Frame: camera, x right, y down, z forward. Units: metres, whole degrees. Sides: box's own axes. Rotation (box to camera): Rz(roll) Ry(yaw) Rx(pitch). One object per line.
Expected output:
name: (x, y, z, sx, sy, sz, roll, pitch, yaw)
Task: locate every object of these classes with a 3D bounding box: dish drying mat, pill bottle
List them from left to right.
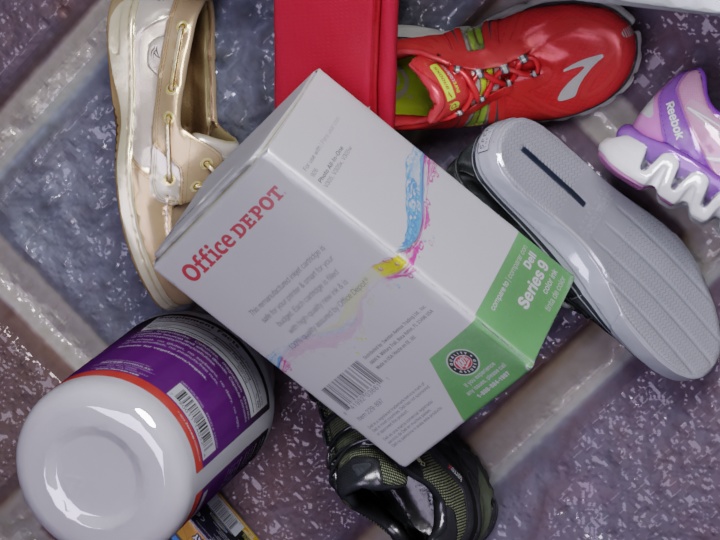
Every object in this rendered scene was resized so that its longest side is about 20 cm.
pill bottle: (-0.123, 0.093, 1.687, 0.112, 0.200, 0.113, 5, 107, 17)
dish drying mat: (-0.015, -0.139, 1.574, 0.077, 0.018, 0.200, 18, 133, 19)

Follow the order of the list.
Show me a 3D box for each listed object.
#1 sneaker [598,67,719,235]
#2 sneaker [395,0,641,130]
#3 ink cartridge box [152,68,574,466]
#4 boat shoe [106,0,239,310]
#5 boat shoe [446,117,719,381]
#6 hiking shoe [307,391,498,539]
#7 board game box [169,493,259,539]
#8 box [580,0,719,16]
sneaker: (0.241, -0.051, 1.592, 0.200, 0.080, 0.089, 30, 90, 3)
sneaker: (0.067, -0.110, 1.623, 0.200, 0.085, 0.077, -9, 104, 22)
ink cartridge box: (0.000, 0.000, 1.612, 0.200, 0.088, 0.145, 37, 138, -10)
boat shoe: (-0.109, -0.075, 1.697, 0.069, 0.074, 0.200, -4, 99, 20)
boat shoe: (0.133, -0.011, 1.644, 0.200, 0.072, 0.071, 48, 148, -11)
hiking shoe: (0.012, 0.096, 1.696, 0.076, 0.101, 0.200, -34, 93, 24)
board game box: (-0.097, 0.268, 1.810, 0.165, 0.057, 0.200, -41, 90, 24)
box: (0.163, -0.254, 1.500, 0.200, 0.171, 0.199, 9, 109, 16)
